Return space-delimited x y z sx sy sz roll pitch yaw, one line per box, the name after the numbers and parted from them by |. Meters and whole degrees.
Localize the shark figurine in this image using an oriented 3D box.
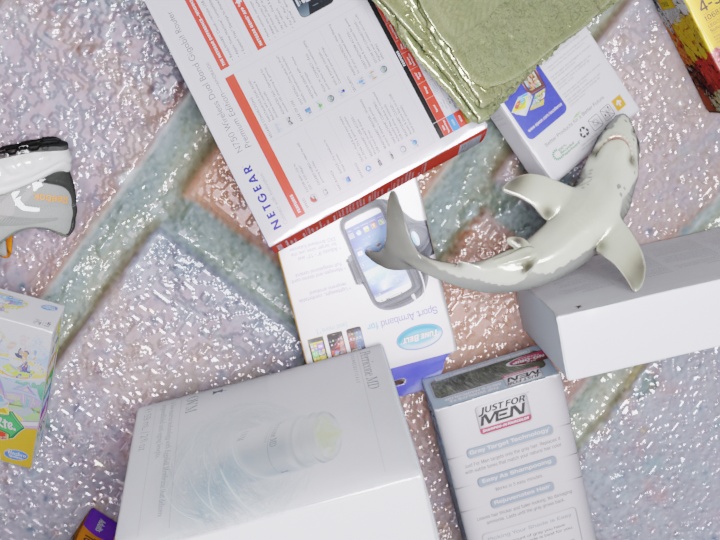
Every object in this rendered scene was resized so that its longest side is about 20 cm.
0.117 -0.012 0.835 0.211 0.090 0.130 -21 71 -2 | shark figurine

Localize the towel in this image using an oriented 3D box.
0.100 -0.214 0.819 0.200 0.036 0.149 -42 100 -21 | towel

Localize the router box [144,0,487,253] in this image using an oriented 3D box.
-0.032 -0.145 0.837 0.178 0.049 0.202 -27 86 -2 | router box

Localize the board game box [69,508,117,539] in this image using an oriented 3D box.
-0.184 0.340 0.849 0.198 0.200 0.201 34 96 -7 | board game box

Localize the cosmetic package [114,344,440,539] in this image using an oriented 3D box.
-0.053 0.164 0.801 0.197 0.200 0.125 -13 110 -2 | cosmetic package

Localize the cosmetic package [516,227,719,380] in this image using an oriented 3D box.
0.225 0.018 0.852 0.197 0.151 0.053 -13 99 -1 | cosmetic package

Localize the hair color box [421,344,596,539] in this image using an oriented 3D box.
0.120 0.170 0.898 0.097 0.061 0.203 -16 109 -2 | hair color box

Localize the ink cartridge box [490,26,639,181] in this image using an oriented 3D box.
0.117 -0.171 0.865 0.094 0.037 0.201 -38 101 -13 | ink cartridge box

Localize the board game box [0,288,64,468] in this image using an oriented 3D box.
-0.327 0.062 0.857 0.197 0.034 0.136 15 122 -5 | board game box

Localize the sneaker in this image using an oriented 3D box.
-0.304 -0.039 0.852 0.197 0.074 0.081 -12 105 -1 | sneaker

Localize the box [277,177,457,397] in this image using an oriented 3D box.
0.000 0.000 0.893 0.117 0.042 0.203 -14 101 -1 | box

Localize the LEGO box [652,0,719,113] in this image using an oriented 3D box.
0.320 -0.232 0.857 0.198 0.077 0.150 -31 99 1 | LEGO box
